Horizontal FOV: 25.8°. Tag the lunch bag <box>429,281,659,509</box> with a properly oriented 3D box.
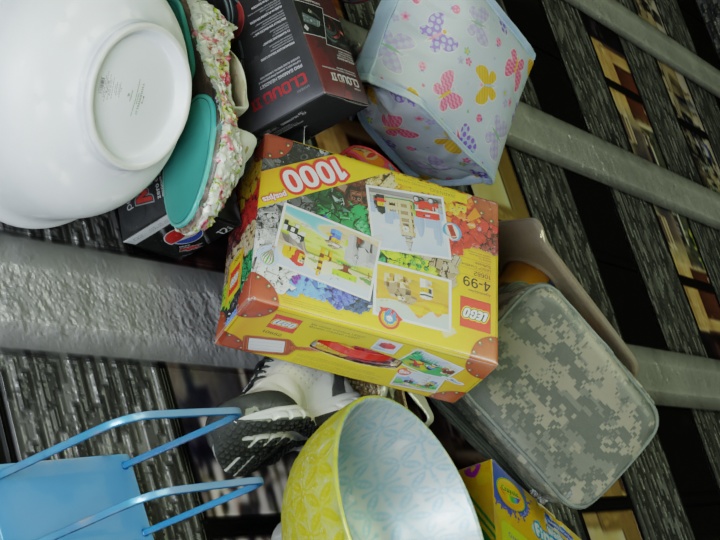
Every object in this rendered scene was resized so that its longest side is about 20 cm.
[{"bbox_3d":[0.153,0.115,1.450,0.200,0.139,0.168,47,-12,-13],"label":"lunch bag"}]

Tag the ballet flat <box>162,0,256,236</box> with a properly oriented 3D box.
[{"bbox_3d":[-0.106,-0.112,1.126,0.064,0.076,0.200,15,57,-38],"label":"ballet flat"}]

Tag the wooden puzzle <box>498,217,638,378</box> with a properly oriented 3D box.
[{"bbox_3d":[0.149,0.043,1.523,0.046,0.185,0.200,-50,118,-30],"label":"wooden puzzle"}]

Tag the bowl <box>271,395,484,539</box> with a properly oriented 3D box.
[{"bbox_3d":[-0.001,0.203,1.154,0.200,0.108,0.200,42,34,-38],"label":"bowl"}]

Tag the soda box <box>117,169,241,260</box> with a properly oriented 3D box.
[{"bbox_3d":[-0.150,-0.114,1.199,0.063,0.071,0.200,18,51,-49],"label":"soda box"}]

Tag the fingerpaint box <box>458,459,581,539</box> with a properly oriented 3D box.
[{"bbox_3d":[0.141,0.290,1.381,0.200,0.073,0.167,43,34,-38],"label":"fingerpaint box"}]

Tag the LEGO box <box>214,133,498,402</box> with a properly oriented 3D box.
[{"bbox_3d":[0.000,0.000,1.198,0.200,0.077,0.149,15,57,-19],"label":"LEGO box"}]

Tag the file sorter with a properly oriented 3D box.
[{"bbox_3d":[-0.117,0.190,0.933,0.139,0.123,0.200,6,61,-61],"label":"file sorter"}]

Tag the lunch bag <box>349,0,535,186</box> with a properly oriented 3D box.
[{"bbox_3d":[0.069,-0.205,1.585,0.200,0.127,0.170,42,59,-46],"label":"lunch bag"}]

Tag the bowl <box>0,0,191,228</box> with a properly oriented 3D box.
[{"bbox_3d":[-0.174,-0.119,1.029,0.201,0.090,0.201,-23,119,-51],"label":"bowl"}]

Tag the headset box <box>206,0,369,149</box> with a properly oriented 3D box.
[{"bbox_3d":[-0.092,-0.176,1.274,0.075,0.149,0.200,5,63,-60],"label":"headset box"}]

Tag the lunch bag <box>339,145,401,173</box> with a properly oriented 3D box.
[{"bbox_3d":[0.009,-0.012,1.343,0.176,0.082,0.200,46,29,7],"label":"lunch bag"}]

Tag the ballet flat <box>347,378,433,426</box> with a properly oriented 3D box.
[{"bbox_3d":[0.037,0.150,1.320,0.070,0.065,0.200,-10,76,-66],"label":"ballet flat"}]

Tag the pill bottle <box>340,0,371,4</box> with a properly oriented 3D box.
[{"bbox_3d":[-0.046,-0.342,1.550,0.200,0.112,0.112,17,53,-58],"label":"pill bottle"}]

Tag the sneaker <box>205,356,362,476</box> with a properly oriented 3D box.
[{"bbox_3d":[-0.066,0.100,1.187,0.080,0.074,0.200,55,19,14],"label":"sneaker"}]
